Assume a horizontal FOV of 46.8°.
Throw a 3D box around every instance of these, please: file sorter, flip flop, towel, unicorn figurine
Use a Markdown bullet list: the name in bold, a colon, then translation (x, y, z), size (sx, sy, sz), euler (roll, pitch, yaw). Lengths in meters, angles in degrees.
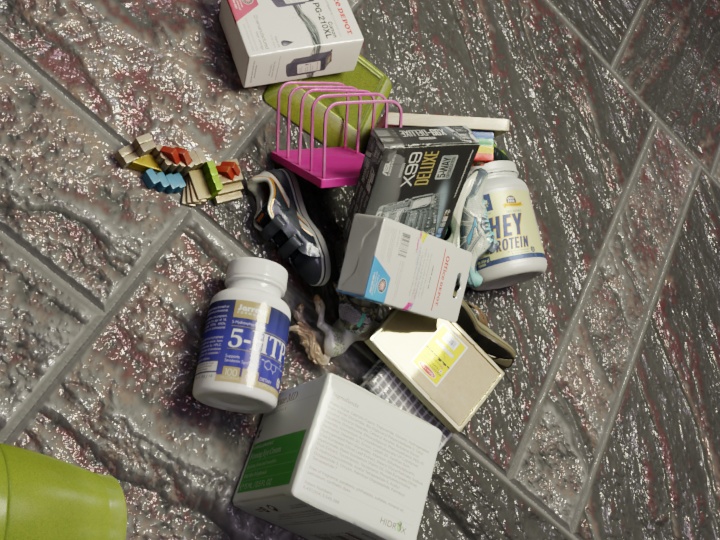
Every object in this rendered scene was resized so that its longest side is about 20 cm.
- **file sorter**: translation (-0.037, -0.216, 1.280), size (0.138, 0.200, 0.127), euler (-7, 112, -26)
- **flip flop**: translation (0.191, 0.095, 1.430), size (0.199, 0.081, 0.058), euler (39, 41, -17)
- **towel**: translation (0.101, 0.191, 1.330), size (0.166, 0.085, 0.200), euler (51, 55, -6)
- **unicorn figurine**: translation (-0.014, 0.082, 1.312), size (0.199, 0.074, 0.138), euler (-33, 93, -19)

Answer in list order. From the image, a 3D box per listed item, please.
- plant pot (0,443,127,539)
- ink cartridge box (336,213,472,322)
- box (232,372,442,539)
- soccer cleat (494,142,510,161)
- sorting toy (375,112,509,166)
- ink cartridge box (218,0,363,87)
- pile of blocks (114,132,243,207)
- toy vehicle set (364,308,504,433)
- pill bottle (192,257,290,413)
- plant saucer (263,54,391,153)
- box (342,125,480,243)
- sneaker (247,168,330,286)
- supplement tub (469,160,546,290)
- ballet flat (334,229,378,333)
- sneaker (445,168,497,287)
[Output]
- **plant pot**: translation (-0.379, 0.294, 0.945), size (0.192, 0.199, 0.203), euler (17, 65, -39)
- **ink cartridge box**: translation (0.068, 0.001, 1.218), size (0.199, 0.067, 0.116), euler (18, 85, -41)
- **box**: translation (-0.032, 0.272, 1.149), size (0.199, 0.199, 0.173), euler (31, 60, -20)
- **soccer cleat**: translation (0.186, -0.213, 1.539), size (0.198, 0.067, 0.082), euler (19, 75, -19)
- **sorting toy**: translation (0.127, -0.210, 1.389), size (0.197, 0.199, 0.070), euler (2, 93, -4)
- **ink cartridge box**: translation (-0.113, -0.392, 1.352), size (0.198, 0.084, 0.146), euler (-14, 69, -21)
- **pile of blocks**: translation (-0.259, -0.147, 1.232), size (0.198, 0.062, 0.083), euler (10, 69, -29)
- **toy vehicle set**: translation (0.116, 0.135, 1.286), size (0.200, 0.027, 0.124), euler (46, 67, -2)
- **pill bottle**: translation (-0.162, 0.090, 1.179), size (0.119, 0.119, 0.202), euler (18, 65, -26)
- **plant saucer**: translation (-0.042, -0.318, 1.434), size (0.199, 0.048, 0.201), euler (34, 59, -18)
- **box**: translation (0.071, -0.118, 1.227), size (0.156, 0.201, 0.050), euler (-6, 46, -26)
- **sneaker**: translation (-0.116, -0.062, 1.285), size (0.079, 0.078, 0.202), euler (-12, 69, -39)
- **supplement tub**: translation (0.239, -0.078, 1.471), size (0.144, 0.145, 0.202), euler (-5, 76, -33)
- **ballet flat**: translation (0.000, 0.000, 1.281), size (0.071, 0.072, 0.202), euler (19, 46, -26)
- **sneaker**: translation (0.191, -0.067, 1.383), size (0.085, 0.078, 0.202), euler (16, 99, 15)
